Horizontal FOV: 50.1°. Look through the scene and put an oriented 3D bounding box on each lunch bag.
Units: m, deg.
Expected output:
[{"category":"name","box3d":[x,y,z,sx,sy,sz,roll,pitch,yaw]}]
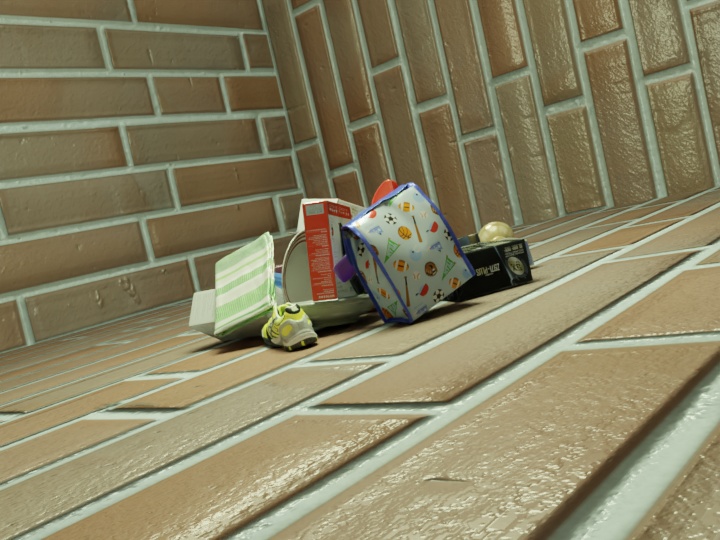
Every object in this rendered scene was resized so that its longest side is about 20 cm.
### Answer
[{"category":"lunch bag","box3d":[0.075,-0.033,1.356,0.170,0.201,0.124,-36,13,-26]}]

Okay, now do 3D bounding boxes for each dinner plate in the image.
[{"category":"dinner plate","box3d":[-0.113,0.013,1.612,0.024,0.202,0.200,2,11,28]}]

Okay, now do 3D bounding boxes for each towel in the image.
[{"category":"towel","box3d":[-0.234,0.027,1.539,0.152,0.201,0.023,-28,-45,19]}]

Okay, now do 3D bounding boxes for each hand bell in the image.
[{"category":"hand bell","box3d":[0.368,-0.054,2.010,0.103,0.105,0.200,-13,16,5]}]

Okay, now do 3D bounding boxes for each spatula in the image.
[{"category":"spatula","box3d":[-0.012,0.011,1.446,0.057,0.021,0.200,-44,-17,-6]}]

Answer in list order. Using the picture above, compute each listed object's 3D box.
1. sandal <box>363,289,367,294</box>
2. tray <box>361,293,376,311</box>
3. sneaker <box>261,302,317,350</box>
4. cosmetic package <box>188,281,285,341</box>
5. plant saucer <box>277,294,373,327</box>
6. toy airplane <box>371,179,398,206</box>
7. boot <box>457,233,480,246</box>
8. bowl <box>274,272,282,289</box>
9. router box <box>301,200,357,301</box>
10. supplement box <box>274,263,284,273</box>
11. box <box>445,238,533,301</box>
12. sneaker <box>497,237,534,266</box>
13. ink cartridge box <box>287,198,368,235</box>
[{"category":"sandal","box3d":[0.077,0.005,1.610,0.054,0.081,0.199,18,19,39]},{"category":"tray","box3d":[0.062,0.053,1.676,0.098,0.037,0.200,-13,3,11]},{"category":"sneaker","box3d":[-0.131,0.096,1.392,0.075,0.077,0.200,-17,4,-25]},{"category":"cosmetic package","box3d":[-0.248,0.086,1.611,0.199,0.082,0.113,-11,-27,30]},{"category":"plant saucer","box3d":[-0.060,0.080,1.484,0.198,0.051,0.200,-6,-1,0]},{"category":"toy airplane","box3d":[0.048,-0.048,1.502,0.140,0.201,0.200,1,46,27]},{"category":"boot","box3d":[0.278,-0.045,1.897,0.074,0.098,0.200,-13,4,-1]},{"category":"bowl","box3d":[-0.197,0.062,1.692,0.199,0.040,0.201,5,-25,2]},{"category":"router box","box3d":[-0.054,-0.037,1.478,0.048,0.181,0.200,-7,0,12]},{"category":"supplement box","box3d":[-0.112,0.032,1.865,0.199,0.132,0.103,-13,3,-16]},{"category":"box","box3d":[0.221,-0.002,1.542,0.163,0.087,0.200,-14,4,-16]},{"category":"sneaker","box3d":[0.279,-0.025,1.731,0.198,0.081,0.115,-15,6,-1]},{"category":"ink cartridge box","box3d":[-0.040,-0.102,1.759,0.199,0.085,0.175,14,-5,-42]}]
